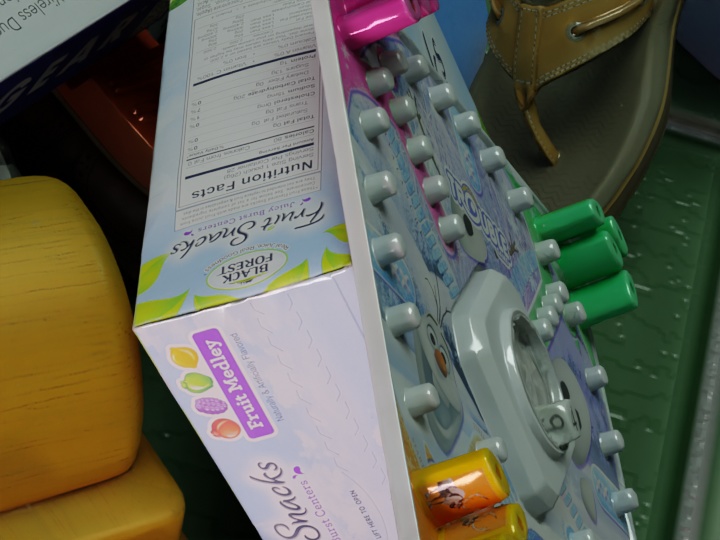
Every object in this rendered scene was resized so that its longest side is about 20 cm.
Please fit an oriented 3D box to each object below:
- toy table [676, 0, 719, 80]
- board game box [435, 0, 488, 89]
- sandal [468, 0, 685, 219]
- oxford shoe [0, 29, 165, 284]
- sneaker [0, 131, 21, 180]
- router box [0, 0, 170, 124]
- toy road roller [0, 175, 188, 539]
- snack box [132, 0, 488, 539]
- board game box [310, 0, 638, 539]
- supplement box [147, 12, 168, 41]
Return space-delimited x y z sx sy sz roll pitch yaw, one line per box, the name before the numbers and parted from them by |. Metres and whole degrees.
toy table | 0.187 -0.139 1.003 0.117 0.184 0.200 -31 59 -21
board game box | -0.016 -0.136 0.940 0.039 0.200 0.158 -7 12 31
sandal | 0.081 -0.100 0.921 0.080 0.200 0.054 25 -1 39
oxford shoe | -0.115 -0.074 0.876 0.071 0.073 0.200 -21 64 -46
sneaker | -0.170 -0.042 0.848 0.090 0.078 0.200 -26 39 -10
router box | -0.158 -0.119 0.770 0.180 0.049 0.200 48 39 1
toy road roller | -0.100 0.069 0.681 0.123 0.146 0.200 -15 48 -30
snack box | 0.000 0.000 0.771 0.068 0.169 0.200 -17 38 13
board game box | 0.049 0.030 0.716 0.026 0.200 0.200 -20 57 17
supplement box | -0.109 -0.190 0.934 0.131 0.200 0.103 21 40 7
